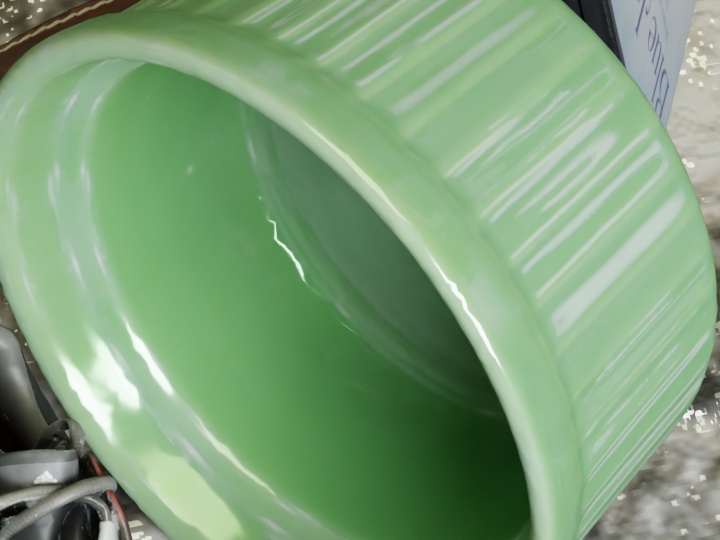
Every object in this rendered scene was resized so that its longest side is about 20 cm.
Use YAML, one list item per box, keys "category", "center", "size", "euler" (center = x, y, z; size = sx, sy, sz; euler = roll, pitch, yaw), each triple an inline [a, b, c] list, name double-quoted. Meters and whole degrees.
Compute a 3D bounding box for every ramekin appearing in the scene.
- category: "ramekin"
  center: [0.000, 0.000, 0.746]
  size: [0.200, 0.200, 0.098]
  euler: [39, 55, 17]

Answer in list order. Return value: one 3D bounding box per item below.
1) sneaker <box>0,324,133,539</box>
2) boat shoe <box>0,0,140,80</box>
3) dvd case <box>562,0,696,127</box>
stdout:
- category: "sneaker"
  center: [-0.090, 0.089, 0.713]
  size: [0.077, 0.082, 0.200]
  euler: [-4, 40, -27]
- category: "boat shoe"
  center: [-0.039, -0.070, 0.858]
  size: [0.199, 0.071, 0.071]
  euler: [-15, 57, -22]
- category: "dvd case"
  center: [0.094, -0.142, 0.871]
  size: [0.017, 0.143, 0.201]
  euler: [5, 57, 18]
